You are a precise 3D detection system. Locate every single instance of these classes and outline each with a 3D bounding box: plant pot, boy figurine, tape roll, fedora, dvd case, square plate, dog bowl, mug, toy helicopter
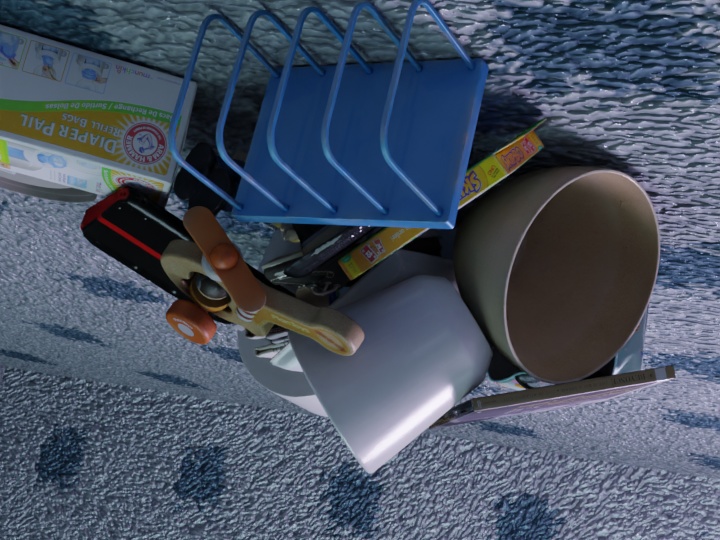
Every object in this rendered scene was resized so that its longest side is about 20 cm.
[{"bbox_3d":[0.164,-0.011,1.072,0.200,0.201,0.134,25,-179,-41],"label":"plant pot"},{"bbox_3d":[-0.080,-0.069,1.075,0.200,0.064,0.124,12,-148,-50],"label":"boy figurine"},{"bbox_3d":[-0.050,0.091,1.560,0.202,0.204,0.139,6,165,23],"label":"tape roll"},{"bbox_3d":[-0.003,-0.081,0.984,0.092,0.200,0.201,55,160,0],"label":"fedora"},{"bbox_3d":[0.177,0.123,1.082,0.199,0.016,0.149,-8,168,-15],"label":"dvd case"},{"bbox_3d":[0.039,0.056,1.163,0.200,0.029,0.198,10,138,-47],"label":"square plate"},{"bbox_3d":[-0.371,-0.136,1.242,0.199,0.059,0.200,12,165,3],"label":"dog bowl"},{"bbox_3d":[0.031,0.075,1.054,0.150,0.153,0.187,58,-179,-23],"label":"mug"},{"bbox_3d":[-0.087,0.019,0.970,0.199,0.079,0.132,20,150,24],"label":"toy helicopter"}]

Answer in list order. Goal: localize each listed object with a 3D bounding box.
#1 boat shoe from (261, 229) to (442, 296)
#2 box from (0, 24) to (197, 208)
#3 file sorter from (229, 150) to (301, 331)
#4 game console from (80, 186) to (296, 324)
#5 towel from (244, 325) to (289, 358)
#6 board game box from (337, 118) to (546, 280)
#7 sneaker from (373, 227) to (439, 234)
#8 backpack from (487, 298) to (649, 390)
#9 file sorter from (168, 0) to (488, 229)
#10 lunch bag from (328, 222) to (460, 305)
[{"bbox_3d":[0.000,0.000,1.109,0.199,0.057,0.067,-11,174,-32],"label":"boat shoe"},{"bbox_3d":[-0.262,-0.139,1.055,0.199,0.102,0.112,15,166,-12],"label":"box"},{"bbox_3d":[-0.134,-0.033,1.268,0.124,0.139,0.200,28,162,-13],"label":"file sorter"},{"bbox_3d":[-0.176,-0.012,1.136,0.200,0.031,0.177,34,156,-20],"label":"game console"},{"bbox_3d":[-0.007,0.085,1.298,0.192,0.035,0.200,-9,161,31],"label":"towel"},{"bbox_3d":[0.074,-0.062,0.976,0.200,0.030,0.096,-37,180,34],"label":"board game box"},{"bbox_3d":[-0.002,-0.077,1.174,0.199,0.073,0.071,7,158,-16],"label":"sneaker"},{"bbox_3d":[0.222,0.055,1.251,0.153,0.177,0.200,16,161,-20],"label":"backpack"},{"bbox_3d":[-0.027,-0.122,0.868,0.199,0.139,0.123,3,159,31],"label":"file sorter"},{"bbox_3d":[0.053,0.004,1.322,0.169,0.128,0.200,9,178,-10],"label":"lunch bag"}]
